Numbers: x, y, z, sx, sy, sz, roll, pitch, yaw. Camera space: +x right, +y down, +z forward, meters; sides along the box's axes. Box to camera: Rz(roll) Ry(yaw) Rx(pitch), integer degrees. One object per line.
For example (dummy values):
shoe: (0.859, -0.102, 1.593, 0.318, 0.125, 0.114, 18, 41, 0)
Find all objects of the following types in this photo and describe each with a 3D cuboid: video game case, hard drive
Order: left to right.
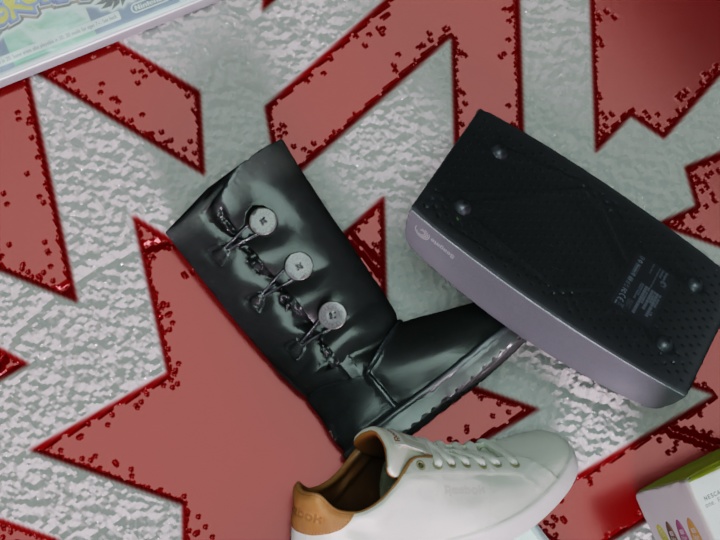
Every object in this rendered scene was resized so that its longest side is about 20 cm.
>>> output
video game case: (-0.214, -0.222, 1.490, 0.200, 0.023, 0.183, -22, 84, -5)
hard drive: (0.128, -0.004, 1.433, 0.200, 0.042, 0.135, 34, 43, 1)

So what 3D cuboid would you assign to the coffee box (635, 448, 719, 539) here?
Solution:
coffee box: (0.303, 0.174, 1.370, 0.200, 0.200, 0.198, -24, 84, -5)

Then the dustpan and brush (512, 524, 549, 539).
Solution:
dustpan and brush: (0.056, 0.256, 1.419, 0.200, 0.057, 0.140, -37, 86, 4)

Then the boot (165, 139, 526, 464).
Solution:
boot: (-0.001, 0.001, 1.454, 0.165, 0.066, 0.200, -37, 81, -8)

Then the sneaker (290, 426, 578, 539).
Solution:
sneaker: (0.048, 0.125, 1.398, 0.200, 0.073, 0.085, -22, 116, -28)
